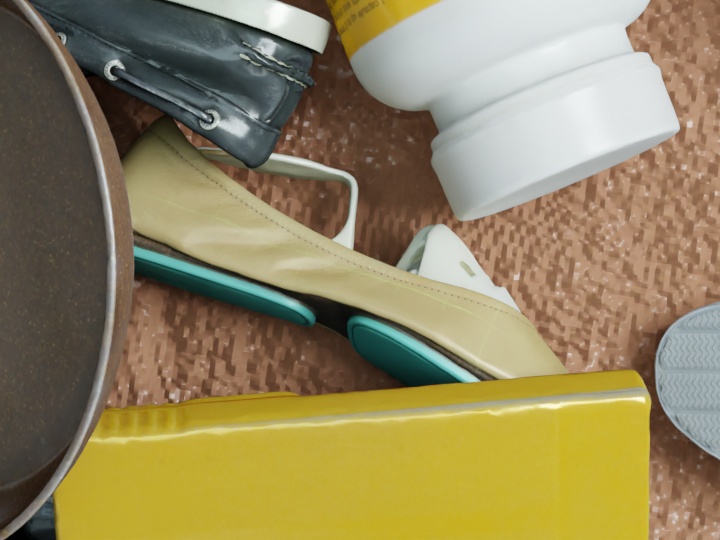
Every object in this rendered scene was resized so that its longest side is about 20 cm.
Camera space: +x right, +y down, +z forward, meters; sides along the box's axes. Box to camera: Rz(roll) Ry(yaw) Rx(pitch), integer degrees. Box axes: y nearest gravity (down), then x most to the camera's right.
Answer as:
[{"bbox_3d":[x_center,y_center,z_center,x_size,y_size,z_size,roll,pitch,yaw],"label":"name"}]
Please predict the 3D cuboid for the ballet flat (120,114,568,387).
[{"bbox_3d":[0.000,0.000,0.798,0.200,0.069,0.063,24,77,4],"label":"ballet flat"}]

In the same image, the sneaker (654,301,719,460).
[{"bbox_3d":[0.203,0.049,0.777,0.199,0.071,0.073,9,93,27],"label":"sneaker"}]

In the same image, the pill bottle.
[{"bbox_3d":[0.035,-0.125,0.771,0.113,0.113,0.200,-22,87,5],"label":"pill bottle"}]

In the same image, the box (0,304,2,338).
[{"bbox_3d":[-0.176,-0.021,0.787,0.163,0.021,0.201,-3,93,39],"label":"box"}]

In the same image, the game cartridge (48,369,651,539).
[{"bbox_3d":[-0.001,0.123,0.766,0.199,0.032,0.177,-3,110,-4],"label":"game cartridge"}]

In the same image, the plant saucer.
[{"bbox_3d":[-0.140,-0.007,0.723,0.200,0.034,0.201,4,96,37],"label":"plant saucer"}]

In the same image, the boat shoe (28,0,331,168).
[{"bbox_3d":[-0.109,-0.081,0.795,0.199,0.074,0.066,15,91,15],"label":"boat shoe"}]

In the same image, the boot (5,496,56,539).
[{"bbox_3d":[-0.037,0.091,0.794,0.199,0.075,0.074,-1,87,4],"label":"boot"}]
